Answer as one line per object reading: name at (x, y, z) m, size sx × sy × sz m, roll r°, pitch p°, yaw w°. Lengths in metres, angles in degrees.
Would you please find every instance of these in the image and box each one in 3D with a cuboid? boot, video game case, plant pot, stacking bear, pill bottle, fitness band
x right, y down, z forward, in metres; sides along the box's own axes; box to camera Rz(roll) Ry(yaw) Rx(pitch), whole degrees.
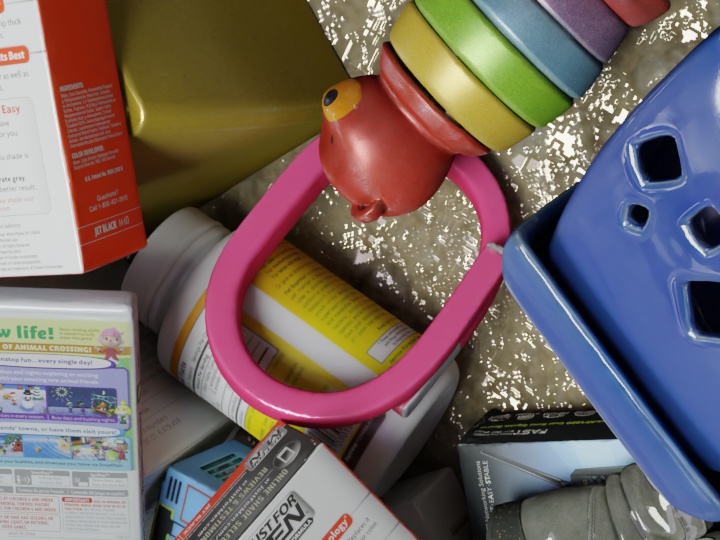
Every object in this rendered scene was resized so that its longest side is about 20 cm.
boot at (0.160, 0.199, 0.804) m, size 0.130 × 0.068 × 0.201 m, roll -20°, pitch 96°, yaw 22°
video game case at (-0.219, 0.090, 0.809) m, size 0.199 × 0.022 × 0.183 m, roll 2°, pitch 119°, yaw -1°
plant pot at (0.196, -0.005, 0.735) m, size 0.180 × 0.200 × 0.200 m, roll -39°, pitch 86°, yaw 33°
plant pot at (-0.157, -0.125, 0.871) m, size 0.200 × 0.176 × 0.201 m, roll -29°, pitch 91°, yaw 28°
stacking bear at (0.057, -0.111, 0.794) m, size 0.200 × 0.122 × 0.114 m, roll -43°, pitch 127°, yaw 15°
pill bottle at (-0.047, 0.047, 0.902) m, size 0.200 × 0.109 × 0.110 m, roll 35°, pitch 115°, yaw 13°
fitness band at (0.000, 0.000, 0.842) m, size 0.143 × 0.037 × 0.200 m, roll 34°, pitch 71°, yaw 13°

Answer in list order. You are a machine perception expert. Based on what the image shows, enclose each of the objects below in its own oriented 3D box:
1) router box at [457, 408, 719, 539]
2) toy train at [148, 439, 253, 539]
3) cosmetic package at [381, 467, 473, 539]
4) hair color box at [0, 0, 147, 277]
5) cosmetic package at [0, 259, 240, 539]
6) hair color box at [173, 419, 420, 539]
router box at (0.150, 0.181, 0.873) m, size 0.149 × 0.062 × 0.201 m, roll -6°, pitch 101°, yaw 27°
toy train at (-0.076, 0.207, 0.895) m, size 0.114 × 0.087 × 0.201 m, roll 24°, pitch 112°, yaw 28°
cosmetic package at (-0.017, 0.205, 0.950) m, size 0.199 × 0.074 × 0.102 m, roll -22°, pitch 92°, yaw 26°
hair color box at (-0.185, -0.100, 0.756) m, size 0.110 × 0.064 × 0.201 m, roll -2°, pitch 104°, yaw 26°
cosmetic package at (-0.207, 0.092, 0.955) m, size 0.200 × 0.166 × 0.168 m, roll 42°, pitch 116°, yaw 8°
hair color box at (-0.002, 0.186, 0.807) m, size 0.102 × 0.061 × 0.200 m, roll -47°, pitch 114°, yaw -12°
